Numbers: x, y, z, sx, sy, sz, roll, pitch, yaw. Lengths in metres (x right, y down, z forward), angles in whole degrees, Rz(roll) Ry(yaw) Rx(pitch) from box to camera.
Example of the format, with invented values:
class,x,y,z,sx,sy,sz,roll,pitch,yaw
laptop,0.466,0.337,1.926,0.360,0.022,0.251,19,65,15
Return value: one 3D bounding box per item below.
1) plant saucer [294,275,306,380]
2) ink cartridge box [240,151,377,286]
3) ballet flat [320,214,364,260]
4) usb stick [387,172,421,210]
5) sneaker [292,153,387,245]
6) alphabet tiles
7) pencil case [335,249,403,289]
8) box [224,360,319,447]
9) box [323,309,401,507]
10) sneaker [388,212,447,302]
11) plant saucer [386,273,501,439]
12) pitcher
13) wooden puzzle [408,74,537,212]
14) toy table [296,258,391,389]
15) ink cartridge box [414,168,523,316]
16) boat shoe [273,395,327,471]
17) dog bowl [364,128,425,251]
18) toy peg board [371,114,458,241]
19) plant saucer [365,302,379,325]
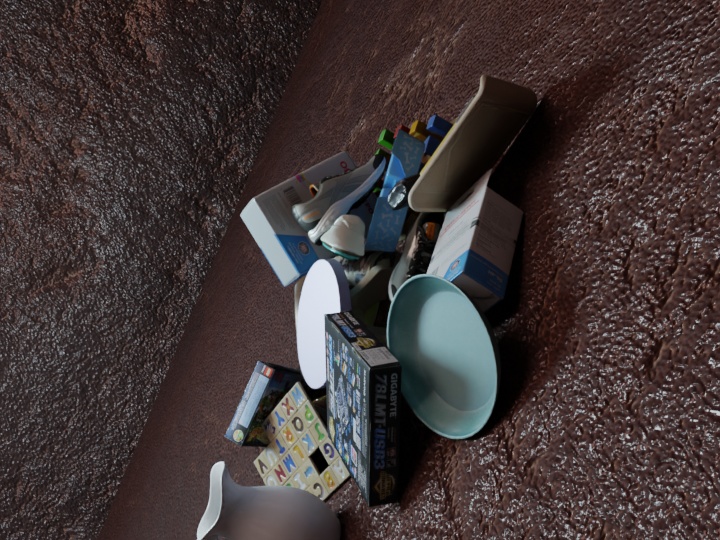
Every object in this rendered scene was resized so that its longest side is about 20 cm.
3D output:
class,x,y,z,sx,sy,sz,roll,pitch,yaw
plant saucer,-0.091,0.102,1.505,0.200,0.034,0.203,177,90,-88
ink cartridge box,-0.074,-0.087,1.455,0.199,0.145,0.085,-31,-2,-29
ballet flat,-0.020,-0.053,1.311,0.200,0.069,0.070,38,-103,-89
usb stick,0.111,-0.131,1.297,0.199,0.033,0.056,-25,-20,-48
sneaker,-0.028,-0.130,1.402,0.200,0.079,0.074,-45,-3,-30
alphabet tiles,-0.105,0.300,1.405,0.168,0.008,0.200,57,131,21
pencil case,0.000,0.000,1.499,0.090,0.078,0.199,-46,23,-24
box,-0.144,0.236,1.523,0.138,0.037,0.200,-67,-25,-2
box,0.000,0.182,1.197,0.198,0.049,0.202,-136,43,-66
sneaker,0.089,-0.018,1.268,0.080,0.073,0.202,105,179,-52
plant saucer,0.106,0.100,1.061,0.199,0.036,0.202,24,120,50
pitcher,-0.142,0.387,1.257,0.173,0.199,0.121,-67,18,-4
wooden puzzle,0.154,-0.173,1.222,0.184,0.037,0.201,-7,-48,-58
toy table,-0.017,0.081,1.350,0.184,0.116,0.202,46,129,46
ink cartridge box,0.148,-0.026,1.157,0.116,0.067,0.201,-44,18,47
boat shoe,-0.082,0.292,1.446,0.068,0.072,0.201,-41,-19,-58
dog bowl,0.054,-0.120,1.362,0.112,0.049,0.202,106,-179,-72
toy peg board,0.084,-0.171,1.507,0.199,0.097,0.202,-24,45,65
plant saucer,-0.027,0.095,1.584,0.201,0.031,0.201,-55,21,32
